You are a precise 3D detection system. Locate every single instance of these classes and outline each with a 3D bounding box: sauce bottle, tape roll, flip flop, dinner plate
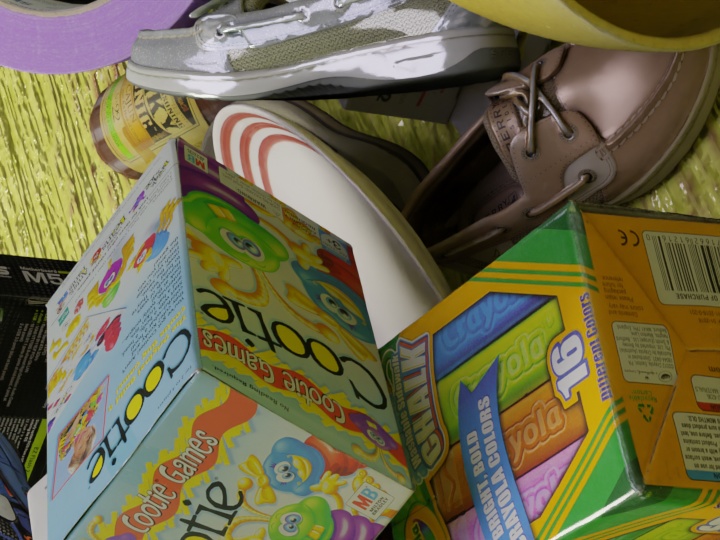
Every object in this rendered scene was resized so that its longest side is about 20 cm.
[{"bbox_3d":[-0.082,-0.104,1.269,0.200,0.065,0.065,-24,66,53],"label":"sauce bottle"},{"bbox_3d":[-0.160,-0.209,1.232,0.066,0.199,0.201,-37,-39,-76],"label":"tape roll"},{"bbox_3d":[-0.030,-0.038,1.165,0.200,0.057,0.081,25,138,51],"label":"flip flop"},{"bbox_3d":[0.000,0.000,1.076,0.200,0.024,0.200,48,162,21],"label":"dinner plate"}]

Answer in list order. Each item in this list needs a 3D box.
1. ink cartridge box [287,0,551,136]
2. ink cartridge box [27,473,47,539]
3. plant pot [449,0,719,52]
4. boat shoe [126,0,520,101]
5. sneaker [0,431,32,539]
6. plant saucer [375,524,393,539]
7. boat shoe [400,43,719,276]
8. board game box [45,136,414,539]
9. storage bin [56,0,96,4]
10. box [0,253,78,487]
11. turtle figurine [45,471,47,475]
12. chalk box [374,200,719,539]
[{"bbox_3d":[0.016,-0.154,1.123,0.200,0.068,0.115,55,130,44],"label":"ink cartridge box"},{"bbox_3d":[-0.061,0.170,0.994,0.086,0.148,0.200,-42,34,15],"label":"ink cartridge box"},{"bbox_3d":[0.070,-0.179,0.917,0.142,0.200,0.201,-5,82,52],"label":"plant pot"},{"bbox_3d":[-0.020,-0.112,1.050,0.201,0.074,0.065,-2,92,33],"label":"boat shoe"},{"bbox_3d":[-0.200,0.127,1.140,0.200,0.078,0.075,34,131,23],"label":"sneaker"},{"bbox_3d":[0.024,0.171,0.998,0.034,0.200,0.201,-24,55,5],"label":"plant saucer"},{"bbox_3d":[0.087,-0.058,1.004,0.200,0.064,0.071,-50,46,41],"label":"boat shoe"},{"bbox_3d":[-0.060,0.049,0.939,0.105,0.103,0.200,-51,23,19],"label":"board game box"},{"bbox_3d":[-0.160,-0.239,1.341,0.094,0.135,0.201,32,112,54],"label":"storage bin"},{"bbox_3d":[-0.175,0.086,1.267,0.048,0.193,0.200,53,129,43],"label":"box"},{"bbox_3d":[-0.095,0.126,1.207,0.101,0.150,0.201,27,118,34],"label":"turtle figurine"},{"bbox_3d":[0.087,0.075,0.933,0.200,0.125,0.124,-41,52,48],"label":"chalk box"}]
